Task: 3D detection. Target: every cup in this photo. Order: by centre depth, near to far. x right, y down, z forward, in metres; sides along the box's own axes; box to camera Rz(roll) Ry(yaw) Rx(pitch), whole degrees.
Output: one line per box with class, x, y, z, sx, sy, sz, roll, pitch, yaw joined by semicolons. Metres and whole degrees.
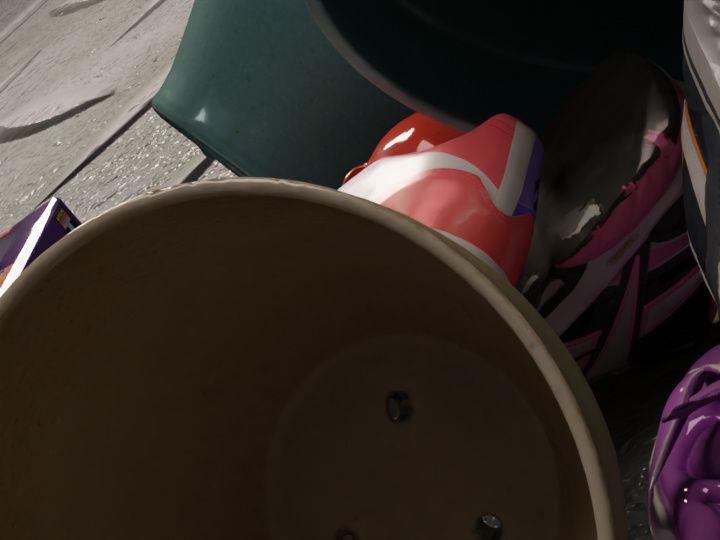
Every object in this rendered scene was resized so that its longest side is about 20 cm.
cup;-0.005;0.073;0.640;0.200;0.201;0.143;-32;-9;20

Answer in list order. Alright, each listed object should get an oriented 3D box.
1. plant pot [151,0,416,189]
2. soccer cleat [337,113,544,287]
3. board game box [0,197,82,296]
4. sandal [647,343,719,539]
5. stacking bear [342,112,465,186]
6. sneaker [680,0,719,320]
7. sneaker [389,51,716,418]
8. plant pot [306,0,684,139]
plant pot;0.007;-0.112;1.029;0.188;0.200;0.200;-54;19;-2
soccer cleat;0.000;0.000;0.779;0.200;0.068;0.073;-22;37;60
board game box;-0.091;0.089;0.756;0.057;0.166;0.200;-32;20;20
sandal;0.111;0.056;0.630;0.082;0.050;0.203;-29;19;19
stacking bear;0.085;-0.075;0.906;0.200;0.122;0.114;-43;8;-5
sneaker;0.135;-0.003;0.617;0.078;0.080;0.201;-7;47;4
sneaker;0.080;0.014;0.770;0.200;0.086;0.081;-46;35;46
plant pot;0.088;-0.171;0.744;0.200;0.200;0.189;-23;47;39
